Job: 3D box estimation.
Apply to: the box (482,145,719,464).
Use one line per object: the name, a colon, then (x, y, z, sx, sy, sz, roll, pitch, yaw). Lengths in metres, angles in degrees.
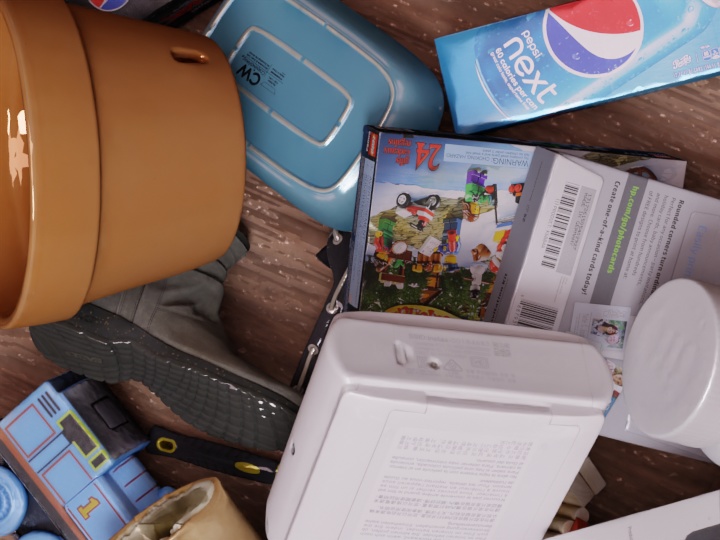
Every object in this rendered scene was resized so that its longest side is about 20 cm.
box: (0.177, 0.027, 1.187, 0.198, 0.041, 0.157, 14, 97, -17)

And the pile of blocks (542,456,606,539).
pile of blocks: (0.114, 0.198, 1.225, 0.081, 0.062, 0.202, -4, 93, -27)

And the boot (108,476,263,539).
boot: (-0.040, 0.202, 1.219, 0.175, 0.066, 0.200, -39, 115, -3)

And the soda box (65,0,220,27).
soda box: (-0.120, -0.198, 1.262, 0.199, 0.071, 0.064, -29, 85, 13)

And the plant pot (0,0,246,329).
plant pot: (-0.154, -0.070, 1.184, 0.139, 0.200, 0.202, -4, 93, -22)

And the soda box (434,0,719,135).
soda box: (0.151, -0.135, 1.212, 0.198, 0.068, 0.065, -14, 91, 12)

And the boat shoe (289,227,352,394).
boat shoe: (0.000, 0.000, 1.253, 0.060, 0.074, 0.202, 15, 105, 6)

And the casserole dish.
casserole dish: (-0.038, -0.111, 1.234, 0.200, 0.039, 0.122, 38, 98, 30)

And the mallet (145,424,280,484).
mallet: (-0.044, 0.125, 1.287, 0.199, 0.041, 0.066, 21, 99, 14)

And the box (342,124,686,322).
box: (0.092, -0.010, 1.198, 0.198, 0.038, 0.138, 4, 99, -17)

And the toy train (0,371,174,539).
toy train: (-0.170, 0.164, 1.276, 0.114, 0.087, 0.200, -40, 85, 18)

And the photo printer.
photo printer: (0.037, 0.114, 1.131, 0.165, 0.070, 0.201, 6, 136, -13)

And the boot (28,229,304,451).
boot: (-0.099, 0.023, 1.251, 0.199, 0.068, 0.131, 23, 57, 8)

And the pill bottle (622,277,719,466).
pill bottle: (0.257, 0.069, 1.136, 0.199, 0.109, 0.110, 14, 98, -25)

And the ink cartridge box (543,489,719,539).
ink cartridge box: (0.220, 0.195, 1.125, 0.198, 0.145, 0.084, -17, 47, 13)
